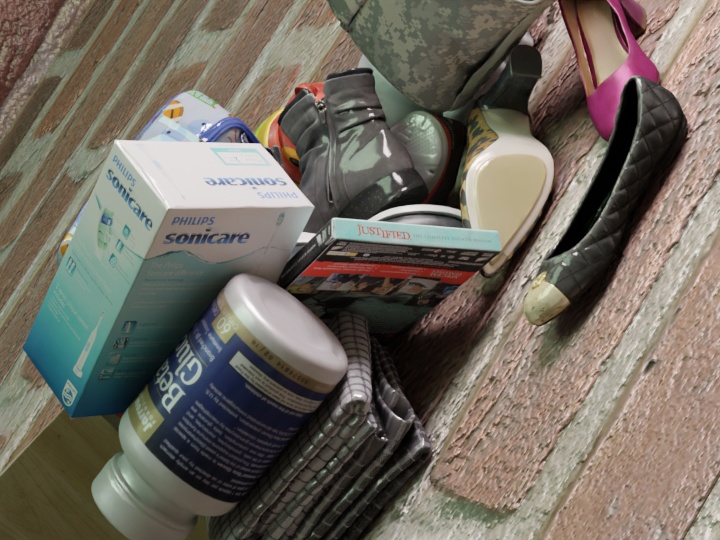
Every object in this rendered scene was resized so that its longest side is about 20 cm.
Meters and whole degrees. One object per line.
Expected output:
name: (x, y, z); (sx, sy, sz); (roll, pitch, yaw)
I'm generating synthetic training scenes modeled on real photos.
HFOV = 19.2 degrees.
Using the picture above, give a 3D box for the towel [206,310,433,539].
towel: (-0.036, 0.148, 1.639); (0.200, 0.085, 0.166); (-51, 19, 14)

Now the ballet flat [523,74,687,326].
ballet flat: (0.168, -0.049, 1.533); (0.201, 0.057, 0.066); (-59, 20, -13)

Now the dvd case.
dvd case: (0.000, 0.012, 1.653); (0.200, 0.145, 0.022); (-44, 48, 54)

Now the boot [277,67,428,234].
boot: (-0.039, -0.074, 1.796); (0.199, 0.132, 0.070); (-35, -18, 25)

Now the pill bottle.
pill bottle: (-0.110, 0.110, 1.576); (0.200, 0.111, 0.111); (-51, 20, 13)

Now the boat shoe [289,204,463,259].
boat shoe: (0.000, 0.000, 1.727); (0.198, 0.076, 0.061); (-14, 44, 9)

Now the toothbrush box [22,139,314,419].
toothbrush box: (-0.146, 0.006, 1.600); (0.085, 0.146, 0.201); (49, 125, 33)

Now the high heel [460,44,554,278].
high heel: (0.110, -0.066, 1.724); (0.143, 0.071, 0.202); (114, 169, -66)

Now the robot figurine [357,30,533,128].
robot figurine: (0.075, -0.191, 1.887); (0.200, 0.113, 0.170); (-48, 33, 14)

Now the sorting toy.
sorting toy: (-0.209, 0.219, 1.761); (0.199, 0.200, 0.070); (-44, 5, 24)

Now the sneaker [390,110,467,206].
sneaker: (0.040, -0.046, 1.824); (0.082, 0.077, 0.201); (-10, -43, -52)

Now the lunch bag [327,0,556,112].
lunch bag: (0.071, -0.239, 1.727); (0.139, 0.169, 0.200); (-24, -13, -33)

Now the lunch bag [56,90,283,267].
lunch bag: (-0.145, -0.038, 1.720); (0.075, 0.160, 0.200); (34, 78, 33)

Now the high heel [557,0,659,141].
high heel: (0.179, -0.178, 1.659); (0.067, 0.096, 0.201); (-43, 23, 27)

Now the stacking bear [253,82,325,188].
stacking bear: (-0.052, -0.104, 1.952); (0.114, 0.121, 0.200); (-49, -3, -27)
